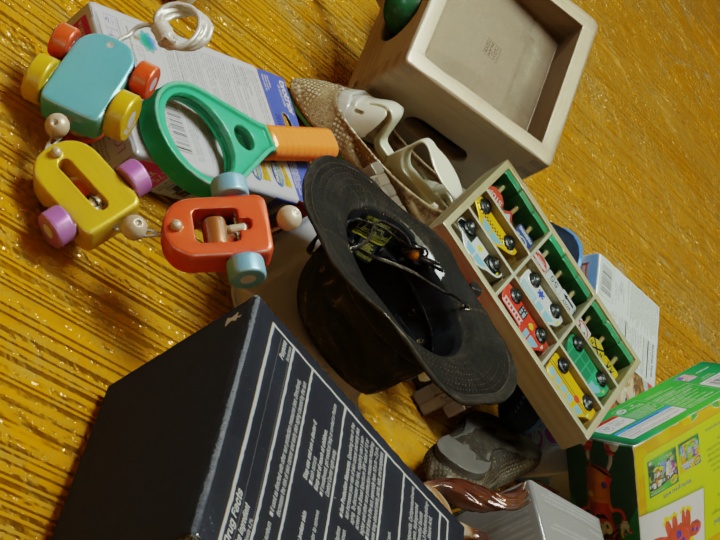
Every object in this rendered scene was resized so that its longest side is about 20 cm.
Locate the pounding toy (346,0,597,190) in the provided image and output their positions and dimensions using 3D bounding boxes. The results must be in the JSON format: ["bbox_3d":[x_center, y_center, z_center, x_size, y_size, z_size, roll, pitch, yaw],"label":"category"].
[{"bbox_3d":[0.072,-0.194,1.387,0.200,0.142,0.185,33,60,-20],"label":"pounding toy"}]

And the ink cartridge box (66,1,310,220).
[{"bbox_3d":[-0.111,-0.101,1.114,0.200,0.042,0.120,12,52,-51],"label":"ink cartridge box"}]

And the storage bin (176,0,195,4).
[{"bbox_3d":[-0.138,-0.329,1.263,0.200,0.093,0.199,54,25,-13],"label":"storage bin"}]

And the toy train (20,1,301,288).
[{"bbox_3d":[-0.126,-0.065,0.977,0.149,0.056,0.201,-9,61,-17],"label":"toy train"}]

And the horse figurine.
[{"bbox_3d":[0.045,0.187,1.070,0.132,0.050,0.200,33,31,8],"label":"horse figurine"}]

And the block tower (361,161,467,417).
[{"bbox_3d":[0.034,0.018,1.258,0.201,0.054,0.058,61,24,2],"label":"block tower"}]

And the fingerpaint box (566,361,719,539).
[{"bbox_3d":[0.258,0.185,1.329,0.199,0.073,0.168,-20,109,-42],"label":"fingerpaint box"}]

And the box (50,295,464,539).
[{"bbox_3d":[-0.052,0.158,0.851,0.199,0.123,0.200,51,24,-22],"label":"box"}]

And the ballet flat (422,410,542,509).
[{"bbox_3d":[0.090,0.148,1.242,0.067,0.047,0.200,32,13,15],"label":"ballet flat"}]

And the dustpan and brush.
[{"bbox_3d":[-0.017,0.072,1.116,0.200,0.057,0.140,53,28,0],"label":"dustpan and brush"}]

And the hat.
[{"bbox_3d":[0.009,0.025,1.062,0.200,0.081,0.201,42,21,-20],"label":"hat"}]

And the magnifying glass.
[{"bbox_3d":[-0.077,-0.087,1.095,0.200,0.022,0.080,-3,66,-59],"label":"magnifying glass"}]

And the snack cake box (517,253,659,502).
[{"bbox_3d":[0.197,0.101,1.391,0.115,0.067,0.201,37,53,-44],"label":"snack cake box"}]

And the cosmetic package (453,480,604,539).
[{"bbox_3d":[0.136,0.263,1.149,0.107,0.090,0.201,35,37,-43],"label":"cosmetic package"}]

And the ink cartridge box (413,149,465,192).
[{"bbox_3d":[0.087,-0.034,1.428,0.176,0.045,0.201,37,33,-40],"label":"ink cartridge box"}]

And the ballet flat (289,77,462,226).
[{"bbox_3d":[0.026,-0.096,1.303,0.200,0.065,0.070,47,33,5],"label":"ballet flat"}]

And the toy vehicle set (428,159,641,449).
[{"bbox_3d":[0.135,0.024,1.257,0.200,0.026,0.124,56,38,-8],"label":"toy vehicle set"}]

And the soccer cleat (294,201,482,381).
[{"bbox_3d":[0.000,0.000,1.203,0.200,0.085,0.069,38,27,10],"label":"soccer cleat"}]

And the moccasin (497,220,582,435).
[{"bbox_3d":[0.130,0.042,1.330,0.068,0.080,0.201,29,47,-20],"label":"moccasin"}]
